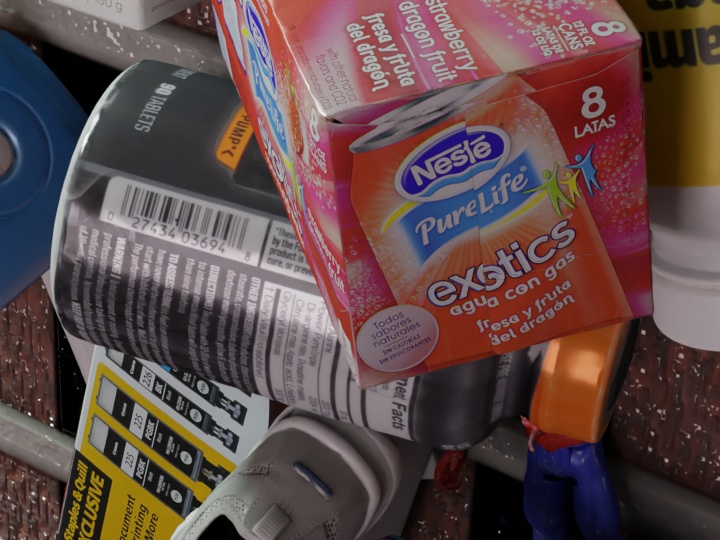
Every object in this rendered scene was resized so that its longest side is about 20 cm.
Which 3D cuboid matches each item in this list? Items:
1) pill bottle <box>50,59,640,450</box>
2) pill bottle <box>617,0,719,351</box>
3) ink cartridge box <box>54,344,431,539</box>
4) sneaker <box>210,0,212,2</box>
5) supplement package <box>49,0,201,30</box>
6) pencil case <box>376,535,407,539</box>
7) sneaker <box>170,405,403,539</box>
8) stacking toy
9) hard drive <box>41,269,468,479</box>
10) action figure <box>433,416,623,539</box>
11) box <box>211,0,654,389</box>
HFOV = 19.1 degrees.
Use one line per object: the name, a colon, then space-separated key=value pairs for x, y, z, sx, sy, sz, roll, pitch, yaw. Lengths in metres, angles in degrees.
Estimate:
pill bottle: x=0.000 y=0.000 z=0.756 sx=0.199 sy=0.106 sz=0.107 roll=16 pitch=125 yaw=11
pill bottle: x=0.118 y=-0.082 z=0.668 sx=0.112 sy=0.112 sz=0.201 roll=3 pitch=114 yaw=38
ink cartridge box: x=-0.061 y=0.053 z=0.912 sx=0.175 sy=0.084 sz=0.201 roll=33 pitch=131 yaw=20
sneaker: x=-0.003 y=-0.189 z=0.780 sx=0.070 sy=0.080 sz=0.202 roll=28 pitch=109 yaw=24
supplement package: x=-0.093 y=-0.214 z=0.800 sx=0.121 sy=0.120 sz=0.201 roll=20 pitch=125 yaw=30
pencil case: x=0.092 y=0.159 z=0.814 sx=0.198 sy=0.086 sz=0.093 roll=13 pitch=147 yaw=-12
sneaker: x=-0.057 y=0.128 z=0.836 sx=0.075 sy=0.082 sz=0.201 roll=37 pitch=133 yaw=12
stacking toy: x=-0.215 y=-0.030 z=1.028 sx=0.116 sy=0.110 sz=0.200 roll=49 pitch=147 yaw=-11
hard drive: x=-0.054 y=0.037 z=0.974 sx=0.199 sy=0.026 sz=0.133 roll=-9 pitch=108 yaw=41
action figure: x=0.072 y=0.092 z=0.859 sx=0.065 sy=0.099 sz=0.201 roll=5 pitch=115 yaw=35
box: x=0.013 y=-0.070 z=0.663 sx=0.200 sy=0.095 sz=0.100 roll=-114 pitch=12 yaw=-51
